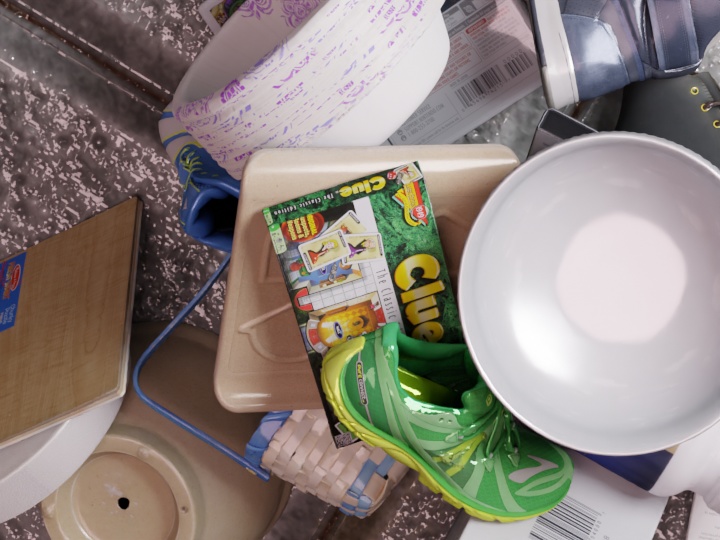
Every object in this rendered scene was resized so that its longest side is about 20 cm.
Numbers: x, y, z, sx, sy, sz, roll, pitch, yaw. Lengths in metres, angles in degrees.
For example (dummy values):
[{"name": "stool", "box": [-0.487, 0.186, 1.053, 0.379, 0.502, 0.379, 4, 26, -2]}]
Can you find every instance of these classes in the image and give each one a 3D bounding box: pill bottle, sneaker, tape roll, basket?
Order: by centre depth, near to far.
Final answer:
[{"name": "sneaker", "box": [0.067, 0.099, 1.471, 0.199, 0.074, 0.083, 30, 132, -27]}, {"name": "sneaker", "box": [0.174, -0.220, 1.518, 0.145, 0.077, 0.204, -13, 86, 5]}, {"name": "sneaker", "box": [0.255, -0.074, 1.525, 0.199, 0.075, 0.107, 13, 99, 24]}, {"name": "pill bottle", "box": [0.189, 0.080, 1.533, 0.199, 0.116, 0.116, 29, 112, 5]}, {"name": "sneaker", "box": [-0.097, -0.068, 1.582, 0.200, 0.105, 0.076, 36, 113, 36]}, {"name": "basket", "box": [-0.039, 0.072, 1.614, 0.200, 0.139, 0.177, 39, 79, 2]}, {"name": "tape roll", "box": [-0.259, 0.098, 1.668, 0.202, 0.203, 0.037, -24, 129, 20]}]

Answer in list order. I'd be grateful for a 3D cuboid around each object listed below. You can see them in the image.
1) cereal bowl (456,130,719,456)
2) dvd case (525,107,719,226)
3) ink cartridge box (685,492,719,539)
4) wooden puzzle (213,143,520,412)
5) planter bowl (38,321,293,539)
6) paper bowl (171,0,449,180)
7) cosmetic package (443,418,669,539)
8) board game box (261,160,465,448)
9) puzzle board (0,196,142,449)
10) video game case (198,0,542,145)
[{"name": "cereal bowl", "box": [0.161, 0.011, 1.432, 0.199, 0.083, 0.201, 1, 98, 7]}, {"name": "dvd case", "box": [0.171, -0.017, 1.545, 0.150, 0.025, 0.200, 28, 151, 8]}, {"name": "ink cartridge box", "box": [0.331, 0.220, 1.639, 0.199, 0.045, 0.177, 11, 109, 11]}, {"name": "wooden puzzle", "box": [0.000, 0.000, 1.497, 0.184, 0.046, 0.201, -2, 127, -15]}, {"name": "planter bowl", "box": [-0.160, 0.154, 1.692, 0.199, 0.135, 0.201, 4, 109, 13]}, {"name": "paper bowl", "box": [-0.021, -0.138, 1.504, 0.200, 0.201, 0.104, -37, 108, 21]}, {"name": "cosmetic package", "box": [0.103, 0.233, 1.585, 0.122, 0.200, 0.200, 28, 135, 4]}, {"name": "board game box", "box": [0.010, 0.026, 1.476, 0.104, 0.024, 0.201, -20, 130, -4]}, {"name": "puzzle board", "box": [-0.225, 0.045, 1.650, 0.150, 0.201, 0.017, -24, 128, 21]}, {"name": "video game case", "box": [0.013, -0.165, 1.607, 0.199, 0.023, 0.182, -32, 98, 22]}]
